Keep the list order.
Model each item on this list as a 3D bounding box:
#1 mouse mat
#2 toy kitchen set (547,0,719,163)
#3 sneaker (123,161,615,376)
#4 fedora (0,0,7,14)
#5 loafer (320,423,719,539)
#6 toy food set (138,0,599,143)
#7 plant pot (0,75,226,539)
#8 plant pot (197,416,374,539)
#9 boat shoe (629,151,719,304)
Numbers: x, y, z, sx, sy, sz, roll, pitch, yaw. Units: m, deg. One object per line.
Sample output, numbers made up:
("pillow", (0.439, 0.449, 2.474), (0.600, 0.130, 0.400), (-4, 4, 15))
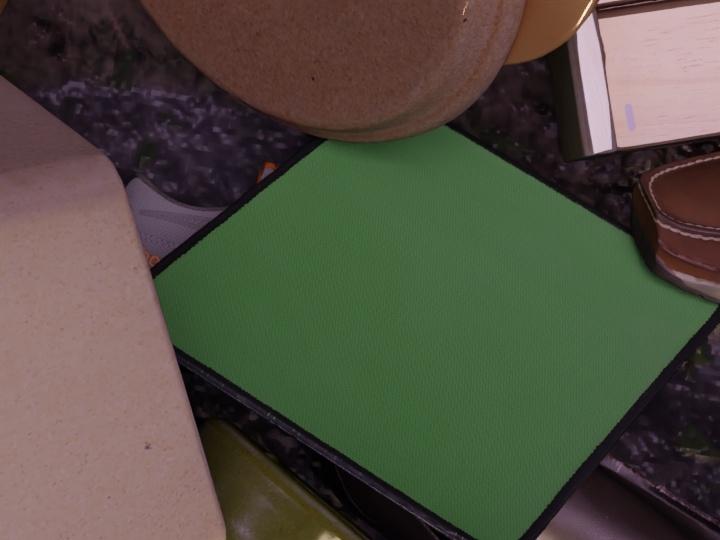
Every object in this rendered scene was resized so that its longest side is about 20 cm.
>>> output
("mouse mat", (0.027, 0.012, 0.944), (0.161, 0.200, 0.008), (32, 127, 14))
("toy kitchen set", (0.069, -0.141, 0.954), (0.163, 0.180, 0.201), (-9, 90, -6))
("sneaker", (0.000, 0.000, 0.997), (0.200, 0.074, 0.080), (2, 82, -7))
("fedora", (-0.210, -0.135, 0.898), (0.200, 0.082, 0.201), (-4, 109, -13))
("loafer", (0.065, 0.094, 0.931), (0.200, 0.071, 0.073), (24, 81, 20))
("toy food set", (-0.017, -0.139, 0.948), (0.049, 0.200, 0.198), (-38, 94, -42))
("plant pot", (-0.157, 0.040, 0.836), (0.177, 0.200, 0.200), (-23, 115, -18))
("plant pot", (-0.061, 0.160, 0.915), (0.200, 0.200, 0.193), (40, 87, -5))
("boat shoe", (0.199, -0.035, 1.008), (0.199, 0.076, 0.074), (-4, 132, -16))
